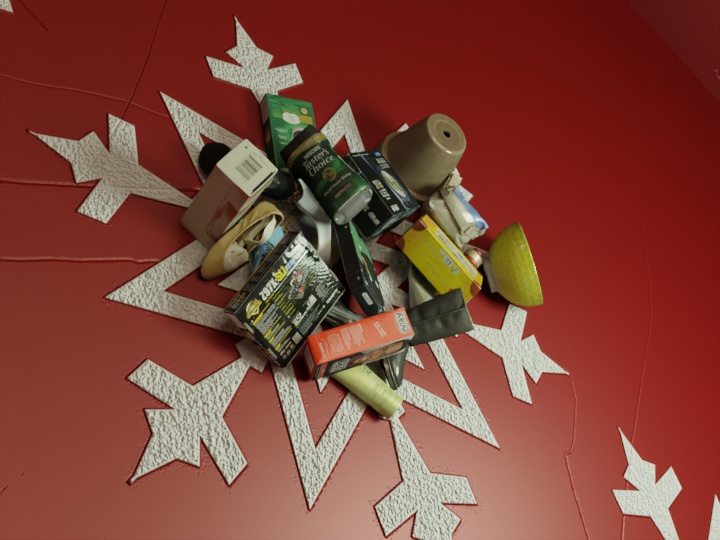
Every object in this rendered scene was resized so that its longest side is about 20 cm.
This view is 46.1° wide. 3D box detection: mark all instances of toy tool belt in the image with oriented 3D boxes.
[{"bbox_3d":[0.240,-0.114,1.950,0.123,0.125,0.201,-42,98,-15],"label":"toy tool belt"}]

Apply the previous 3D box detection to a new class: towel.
[{"bbox_3d":[-0.075,-0.100,1.815,0.143,0.023,0.200,43,47,-4],"label":"towel"}]

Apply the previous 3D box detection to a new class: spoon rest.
[{"bbox_3d":[-0.088,-0.112,1.753,0.097,0.061,0.203,1,62,-21],"label":"spoon rest"}]

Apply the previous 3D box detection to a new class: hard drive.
[{"bbox_3d":[0.000,0.000,1.718,0.140,0.037,0.202,57,15,-48],"label":"hard drive"}]

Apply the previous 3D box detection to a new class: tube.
[{"bbox_3d":[-0.007,0.209,1.655,0.199,0.052,0.058,40,19,-1],"label":"tube"}]

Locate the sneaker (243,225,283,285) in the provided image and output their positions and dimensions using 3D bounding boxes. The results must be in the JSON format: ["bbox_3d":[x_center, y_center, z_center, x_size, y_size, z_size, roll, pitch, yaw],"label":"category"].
[{"bbox_3d":[-0.174,-0.012,1.643,0.077,0.090,0.203,22,52,-21],"label":"sneaker"}]

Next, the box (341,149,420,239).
[{"bbox_3d":[0.026,-0.169,1.837,0.165,0.086,0.200,54,22,5],"label":"box"}]

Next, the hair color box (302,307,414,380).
[{"bbox_3d":[-0.006,0.140,1.606,0.197,0.102,0.062,-17,70,-17],"label":"hair color box"}]

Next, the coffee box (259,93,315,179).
[{"bbox_3d":[-0.152,-0.289,1.864,0.121,0.044,0.203,5,60,-32],"label":"coffee box"}]

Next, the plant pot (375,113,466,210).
[{"bbox_3d":[0.154,-0.273,1.984,0.197,0.175,0.203,18,52,-25],"label":"plant pot"}]

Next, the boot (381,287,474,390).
[{"bbox_3d":[0.134,0.138,1.711,0.196,0.073,0.185,-10,67,0],"label":"boot"}]

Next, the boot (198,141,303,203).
[{"bbox_3d":[-0.220,-0.195,1.721,0.150,0.197,0.075,19,89,-58],"label":"boot"}]

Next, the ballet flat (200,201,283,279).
[{"bbox_3d":[-0.222,-0.054,1.610,0.062,0.069,0.201,25,65,32],"label":"ballet flat"}]

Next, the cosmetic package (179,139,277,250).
[{"bbox_3d":[-0.250,-0.140,1.594,0.087,0.200,0.104,43,49,-4],"label":"cosmetic package"}]

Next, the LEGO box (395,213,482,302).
[{"bbox_3d":[0.176,-0.021,1.864,0.200,0.077,0.149,48,14,0],"label":"LEGO box"}]

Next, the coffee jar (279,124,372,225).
[{"bbox_3d":[-0.072,-0.196,1.708,0.201,0.104,0.085,49,1,21],"label":"coffee jar"}]

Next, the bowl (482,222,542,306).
[{"bbox_3d":[0.345,-0.002,1.978,0.106,0.201,0.203,-16,66,5],"label":"bowl"}]

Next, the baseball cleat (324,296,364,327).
[{"bbox_3d":[-0.046,0.067,1.698,0.198,0.070,0.108,29,51,-18],"label":"baseball cleat"}]

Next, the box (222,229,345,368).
[{"bbox_3d":[-0.137,0.053,1.571,0.201,0.049,0.160,-53,123,-20],"label":"box"}]

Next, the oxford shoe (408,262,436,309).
[{"bbox_3d":[0.130,0.058,1.843,0.074,0.058,0.202,21,38,-25],"label":"oxford shoe"}]
